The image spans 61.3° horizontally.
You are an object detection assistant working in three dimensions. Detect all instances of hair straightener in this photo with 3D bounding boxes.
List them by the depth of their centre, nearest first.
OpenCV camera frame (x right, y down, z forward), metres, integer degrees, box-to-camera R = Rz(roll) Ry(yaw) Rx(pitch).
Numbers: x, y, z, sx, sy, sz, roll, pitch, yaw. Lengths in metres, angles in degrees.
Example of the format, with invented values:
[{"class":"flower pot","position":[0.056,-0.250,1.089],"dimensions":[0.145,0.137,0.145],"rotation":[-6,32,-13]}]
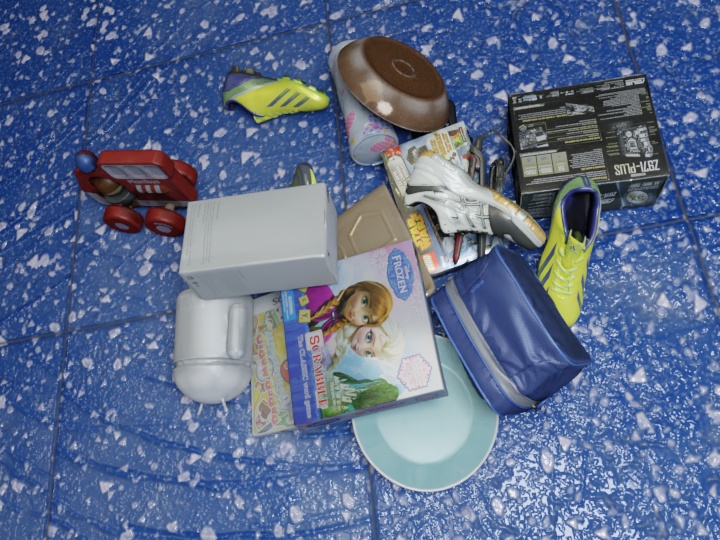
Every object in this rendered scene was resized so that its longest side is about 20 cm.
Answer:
[{"class":"hair straightener","position":[0.180,-0.103,0.854],"dimensions":[0.075,0.041,0.206],"rotation":[8,77,9]}]

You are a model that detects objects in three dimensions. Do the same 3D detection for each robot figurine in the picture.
[{"class":"robot figurine","position":[-0.209,0.099,0.869],"dimensions":[0.168,0.110,0.206],"rotation":[-24,64,51]}]

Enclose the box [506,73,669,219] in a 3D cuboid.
[{"class":"box","position":[0.318,-0.175,0.876],"dimensions":[0.194,0.086,0.169],"rotation":[-6,68,10]}]

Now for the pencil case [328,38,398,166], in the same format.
[{"class":"pencil case","position":[0.003,-0.272,0.982],"dimensions":[0.081,0.091,0.205],"rotation":[-9,66,-9]}]

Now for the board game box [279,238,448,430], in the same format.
[{"class":"board game box","position":[-0.002,0.082,0.787],"dimensions":[0.194,0.041,0.205],"rotation":[-16,65,11]}]

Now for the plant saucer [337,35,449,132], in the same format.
[{"class":"plant saucer","position":[0.059,-0.296,0.926],"dimensions":[0.195,0.037,0.204],"rotation":[17,48,-18]}]

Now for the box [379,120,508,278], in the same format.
[{"class":"box","position":[0.121,-0.101,0.897],"dimensions":[0.133,0.040,0.206],"rotation":[-18,78,4]}]

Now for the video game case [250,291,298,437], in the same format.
[{"class":"video game case","position":[-0.083,0.116,0.858],"dimensions":[0.178,0.023,0.206],"rotation":[-19,64,26]}]

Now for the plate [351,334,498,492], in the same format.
[{"class":"plate","position":[0.085,0.186,0.808],"dimensions":[0.193,0.026,0.206],"rotation":[-1,68,3]}]

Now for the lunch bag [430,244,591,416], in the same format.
[{"class":"lunch bag","position":[0.186,0.087,0.770],"dimensions":[0.132,0.134,0.203],"rotation":[-39,62,24]}]

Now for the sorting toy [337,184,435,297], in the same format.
[{"class":"sorting toy","position":[0.000,0.000,0.886],"dimensions":[0.183,0.036,0.204],"rotation":[-33,58,16]}]

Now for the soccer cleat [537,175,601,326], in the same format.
[{"class":"soccer cleat","position":[0.272,-0.020,0.794],"dimensions":[0.063,0.084,0.207],"rotation":[6,103,7]}]

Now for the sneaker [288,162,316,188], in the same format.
[{"class":"sneaker","position":[-0.123,-0.065,0.888],"dimensions":[0.204,0.079,0.074],"rotation":[-64,30,16]}]

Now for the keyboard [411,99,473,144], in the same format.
[{"class":"keyboard","position":[0.131,-0.189,0.951],"dimensions":[0.101,0.040,0.206],"rotation":[-7,68,11]}]

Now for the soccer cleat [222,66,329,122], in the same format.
[{"class":"soccer cleat","position":[-0.146,-0.292,1.044],"dimensions":[0.195,0.065,0.086],"rotation":[15,98,14]}]

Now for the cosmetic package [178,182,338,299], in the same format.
[{"class":"cosmetic package","position":[-0.129,-0.037,0.801],"dimensions":[0.193,0.082,0.116],"rotation":[-4,62,8]}]

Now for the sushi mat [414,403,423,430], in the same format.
[{"class":"sushi mat","position":[0.037,0.127,0.862],"dimensions":[0.093,0.012,0.206],"rotation":[-9,67,10]}]

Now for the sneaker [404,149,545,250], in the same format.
[{"class":"sneaker","position":[0.147,-0.073,0.804],"dimensions":[0.198,0.075,0.089],"rotation":[35,103,13]}]

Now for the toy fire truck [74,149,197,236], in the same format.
[{"class":"toy fire truck","position":[-0.365,-0.143,0.975],"dimensions":[0.194,0.169,0.115],"rotation":[4,69,14]}]
